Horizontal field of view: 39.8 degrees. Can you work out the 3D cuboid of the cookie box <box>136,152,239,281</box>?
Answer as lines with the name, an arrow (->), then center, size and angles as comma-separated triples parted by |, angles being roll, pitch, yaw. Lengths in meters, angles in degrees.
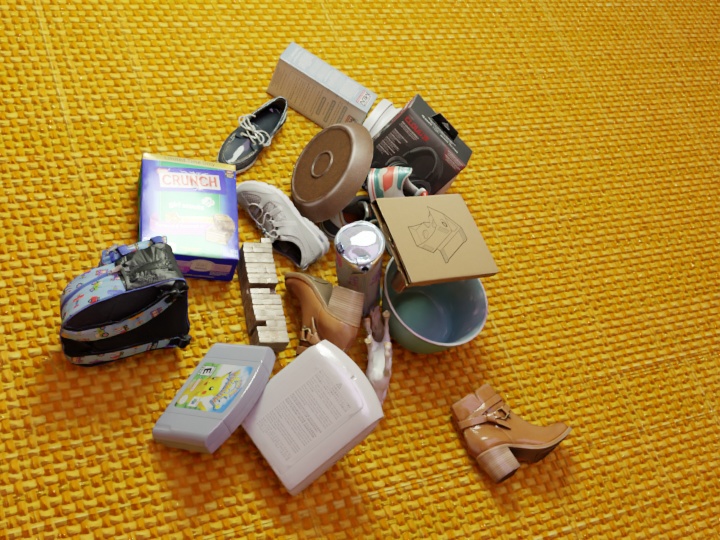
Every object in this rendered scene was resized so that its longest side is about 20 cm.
cookie box -> -0.297, -0.092, 1.701 | 0.169, 0.075, 0.202 | 5, 56, -19

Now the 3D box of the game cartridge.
game cartridge -> -0.218, 0.190, 1.527 | 0.132, 0.041, 0.201 | 4, 44, 31

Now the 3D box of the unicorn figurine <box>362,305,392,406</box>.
unicorn figurine -> 0.025, 0.160, 1.658 | 0.073, 0.139, 0.201 | 10, 35, 17

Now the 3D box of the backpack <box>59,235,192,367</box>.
backpack -> -0.369, 0.054, 1.519 | 0.198, 0.184, 0.135 | -19, 58, -19

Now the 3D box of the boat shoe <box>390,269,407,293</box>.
boat shoe -> 0.128, -0.019, 1.709 | 0.072, 0.076, 0.200 | 43, 54, 6

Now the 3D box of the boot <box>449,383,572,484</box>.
boot -> 0.261, 0.261, 1.719 | 0.198, 0.074, 0.156 | -18, 63, -34

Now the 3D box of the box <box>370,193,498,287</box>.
box -> 0.125, -0.055, 1.672 | 0.198, 0.021, 0.165 | -6, 63, -37

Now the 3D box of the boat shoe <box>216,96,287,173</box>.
boat shoe -> -0.198, -0.255, 1.858 | 0.075, 0.062, 0.200 | 40, 53, 3

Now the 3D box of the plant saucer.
plant saucer -> -0.061, -0.185, 1.791 | 0.034, 0.199, 0.203 | 29, 46, -38

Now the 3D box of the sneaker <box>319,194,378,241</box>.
sneaker -> 0.028, -0.089, 1.840 | 0.197, 0.080, 0.079 | 2, 57, -24

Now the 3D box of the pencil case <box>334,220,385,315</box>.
pencil case -> 0.000, 0.000, 1.690 | 0.082, 0.201, 0.091 | -22, 65, -12

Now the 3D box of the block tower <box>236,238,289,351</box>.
block tower -> -0.169, 0.044, 1.682 | 0.057, 0.054, 0.202 | 2, 58, -23

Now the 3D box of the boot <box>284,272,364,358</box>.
boot -> -0.083, 0.092, 1.659 | 0.073, 0.199, 0.157 | 17, 90, -39

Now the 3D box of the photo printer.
photo printer -> -0.075, 0.220, 1.539 | 0.199, 0.069, 0.167 | -40, 77, 0

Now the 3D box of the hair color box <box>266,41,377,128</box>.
hair color box -> -0.076, -0.347, 1.947 | 0.199, 0.099, 0.061 | 32, 51, -1

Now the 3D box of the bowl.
bowl -> 0.116, 0.066, 1.759 | 0.198, 0.105, 0.203 | 11, 56, -16

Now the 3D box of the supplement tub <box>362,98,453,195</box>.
supplement tub -> 0.092, -0.221, 1.912 | 0.199, 0.141, 0.141 | 36, 52, 3

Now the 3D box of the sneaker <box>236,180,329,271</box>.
sneaker -> -0.148, -0.081, 1.758 | 0.199, 0.075, 0.082 | 37, 50, 2

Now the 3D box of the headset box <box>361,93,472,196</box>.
headset box -> 0.093, -0.204, 1.787 | 0.149, 0.200, 0.077 | 44, 32, -10

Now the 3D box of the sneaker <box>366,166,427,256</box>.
sneaker -> 0.080, -0.099, 1.757 | 0.092, 0.201, 0.071 | -9, 36, 19
